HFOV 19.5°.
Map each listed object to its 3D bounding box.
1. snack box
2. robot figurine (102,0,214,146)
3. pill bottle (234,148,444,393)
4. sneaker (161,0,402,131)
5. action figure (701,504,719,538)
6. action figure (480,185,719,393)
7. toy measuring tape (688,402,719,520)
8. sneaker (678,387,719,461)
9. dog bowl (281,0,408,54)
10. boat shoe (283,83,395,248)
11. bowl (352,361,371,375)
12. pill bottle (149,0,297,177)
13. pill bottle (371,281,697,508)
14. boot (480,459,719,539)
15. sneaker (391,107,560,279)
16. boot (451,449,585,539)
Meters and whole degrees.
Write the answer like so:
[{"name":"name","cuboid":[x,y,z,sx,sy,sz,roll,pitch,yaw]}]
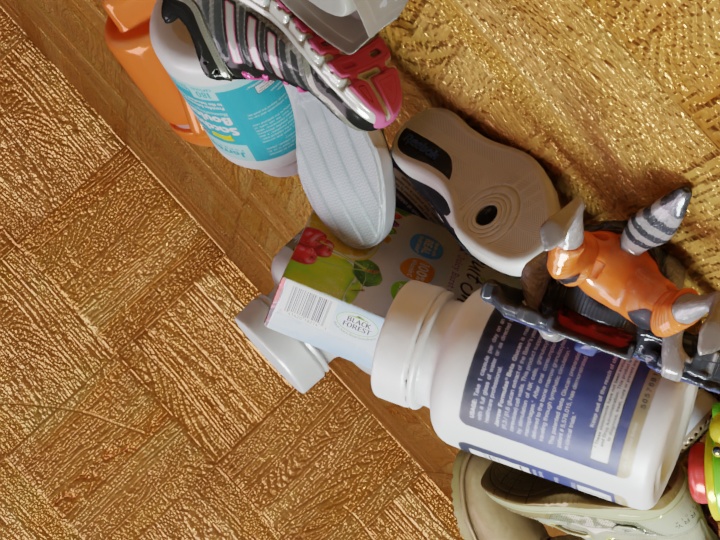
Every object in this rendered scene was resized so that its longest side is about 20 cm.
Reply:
[{"name":"snack box","cuboid":[0.044,0.022,1.530,0.199,0.053,0.142,23,-144,0]},{"name":"robot figurine","cuboid":[-0.146,-0.188,1.825,0.144,0.117,0.200,27,159,51]},{"name":"pill bottle","cuboid":[0.000,0.000,1.654,0.111,0.200,0.111,46,172,8]},{"name":"sneaker","cuboid":[-0.059,-0.152,1.420,0.200,0.088,0.074,41,-145,10]},{"name":"action figure","cuboid":[0.263,0.205,1.753,0.200,0.148,0.134,23,-129,-64]},{"name":"action figure","cuboid":[0.180,0.011,1.251,0.199,0.105,0.193,20,179,0]},{"name":"toy measuring tape","cuboid":[0.267,0.156,1.437,0.074,0.074,0.200,42,170,35]},{"name":"sneaker","cuboid":[0.199,0.101,1.546,0.108,0.070,0.200,41,164,11]},{"name":"dog bowl","cuboid":[-0.041,-0.224,1.285,0.200,0.059,0.200,47,172,8]},{"name":"boat shoe","cuboid":[-0.012,-0.116,1.489,0.072,0.062,0.201,-6,108,33]},{"name":"bowl","cuboid":[0.001,0.017,1.867,0.201,0.090,0.202,-19,-90,-88]},{"name":"pill bottle","cuboid":[-0.088,-0.155,1.697,0.111,0.111,0.200,43,171,32]},{"name":"pill bottle","cuboid":[0.114,0.075,1.381,0.199,0.111,0.111,18,163,16]},{"name":"boot","cuboid":[0.191,0.196,1.542,0.200,0.072,0.155,1,137,52]},{"name":"sneaker","cuboid":[0.104,-0.033,1.442,0.112,0.073,0.200,49,-179,-38]},{"name":"boot","cuboid":[0.181,0.212,1.654,0.199,0.066,0.176,-11,100,39]}]
